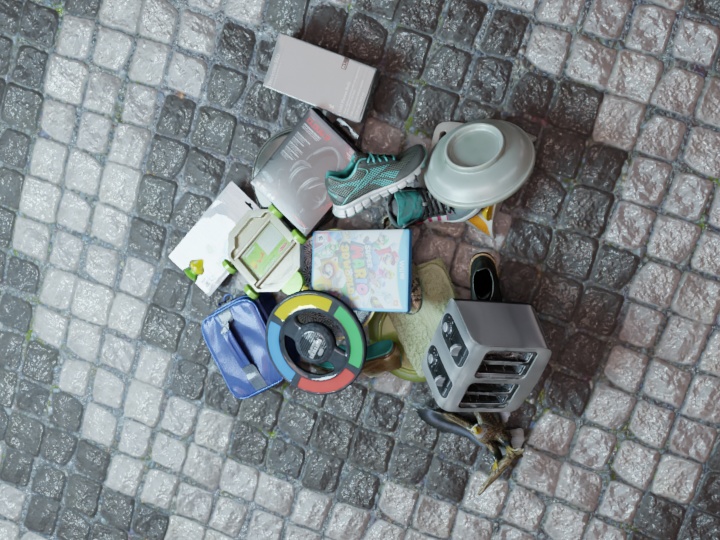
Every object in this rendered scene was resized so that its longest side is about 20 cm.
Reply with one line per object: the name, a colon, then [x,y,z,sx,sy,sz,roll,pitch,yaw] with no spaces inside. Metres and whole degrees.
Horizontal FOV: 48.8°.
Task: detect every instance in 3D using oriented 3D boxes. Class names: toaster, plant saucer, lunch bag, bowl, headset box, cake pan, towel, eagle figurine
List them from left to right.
lunch bag: [-0.217,0.137,1.552,0.134,0.132,0.203,-27,94,12]
cake pan: [-0.121,-0.175,1.538,0.195,0.037,0.205,1,99,9]
headset box: [-0.083,-0.190,1.472,0.149,0.077,0.200,43,104,1]
bowl: [-0.032,0.027,1.513,0.197,0.094,0.206,-1,88,25]
plant saucer: [0.109,0.123,1.547,0.195,0.031,0.205,2,99,10]
towel: [0.129,0.091,1.505,0.146,0.036,0.203,-24,93,13]
plant saucer: [0.199,-0.198,1.362,0.196,0.203,0.051,-14,140,12]
eagle figurine: [0.223,0.291,1.514,0.150,0.152,0.201,-31,63,-21]
toaster: [0.225,0.151,1.402,0.196,0.120,0.183,4,133,-20]

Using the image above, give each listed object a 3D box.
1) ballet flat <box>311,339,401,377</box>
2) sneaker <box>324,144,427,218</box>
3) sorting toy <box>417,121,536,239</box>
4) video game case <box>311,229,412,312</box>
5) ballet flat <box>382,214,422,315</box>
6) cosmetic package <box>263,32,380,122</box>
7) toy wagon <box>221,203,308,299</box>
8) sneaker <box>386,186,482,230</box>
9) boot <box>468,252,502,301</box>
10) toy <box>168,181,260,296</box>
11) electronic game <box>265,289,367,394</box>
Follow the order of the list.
ballet flat: [-0.004,0.183,1.553,0.196,0.068,0.073,-13,126,27]
sneaker: [0.024,-0.175,1.389,0.198,0.078,0.092,-31,117,1]
sorting toy: [0.198,-0.187,1.466,0.178,0.106,0.204,26,103,24]
video game case: [0.000,0.000,1.436,0.196,0.018,0.147,0,87,27]
ballet flat: [0.065,-0.016,1.464,0.067,0.075,0.204,-29,53,33]
cosmetic package: [-0.071,-0.357,1.478,0.196,0.090,0.109,19,101,3]
toy wagon: [-0.168,-0.019,1.502,0.155,0.039,0.200,-47,76,12]
sneaker: [0.118,-0.120,1.416,0.198,0.119,0.086,-8,91,49]
boot: [0.233,0.078,1.464,0.076,0.138,0.204,-14,97,11]
toy: [-0.274,-0.063,1.575,0.115,0.047,0.200,42,97,0]
electronic game: [-0.082,0.133,1.452,0.195,0.042,0.205,5,108,15]
